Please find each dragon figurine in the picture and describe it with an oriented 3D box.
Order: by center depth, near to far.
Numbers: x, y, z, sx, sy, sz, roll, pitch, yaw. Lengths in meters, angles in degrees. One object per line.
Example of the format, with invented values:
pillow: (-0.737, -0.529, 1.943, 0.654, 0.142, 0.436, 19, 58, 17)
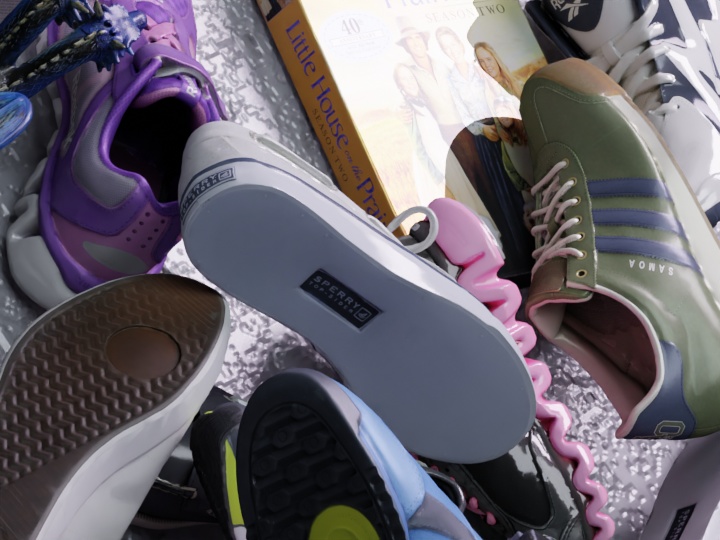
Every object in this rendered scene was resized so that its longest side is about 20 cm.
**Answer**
dragon figurine: (-0.172, -0.062, 1.155, 0.059, 0.099, 0.200, 51, 50, -1)

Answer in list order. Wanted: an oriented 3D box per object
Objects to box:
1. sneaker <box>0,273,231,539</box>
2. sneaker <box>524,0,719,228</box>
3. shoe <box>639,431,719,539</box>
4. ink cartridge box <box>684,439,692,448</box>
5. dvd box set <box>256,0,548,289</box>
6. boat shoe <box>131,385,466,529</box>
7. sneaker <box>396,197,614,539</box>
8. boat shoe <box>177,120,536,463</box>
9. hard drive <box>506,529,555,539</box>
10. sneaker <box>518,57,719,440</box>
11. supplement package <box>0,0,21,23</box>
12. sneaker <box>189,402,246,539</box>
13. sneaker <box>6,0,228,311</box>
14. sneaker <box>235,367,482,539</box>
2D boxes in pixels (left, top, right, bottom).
sneaker: (-0.119, 0.082, 1.121, 0.073, 0.085, 0.200, 26, 50, 18)
sneaker: (0.130, -0.103, 1.425, 0.130, 0.079, 0.199, 38, 42, -22)
shoe: (0.160, 0.164, 1.302, 0.091, 0.071, 0.200, 48, 50, -17)
ink cartridge box: (0.285, 0.056, 1.417, 0.145, 0.145, 0.200, 47, 45, -6)
dvd box set: (0.037, -0.082, 1.387, 0.146, 0.029, 0.200, -11, 72, -42)
boat shoe: (-0.046, 0.076, 1.198, 0.200, 0.063, 0.073, 24, 54, -24)
sneaker: (0.045, 0.072, 1.281, 0.095, 0.079, 0.200, -25, 91, -10)
boat shoe: (-0.004, 0.002, 1.208, 0.202, 0.075, 0.086, 36, 24, -31)
hard drive: (0.105, 0.206, 1.159, 0.200, 0.140, 0.038, 34, 15, -19)
sneaker: (0.111, -0.007, 1.331, 0.090, 0.067, 0.200, -20, 69, -28)
supplement package: (-0.178, -0.204, 1.169, 0.152, 0.200, 0.151, -1, 65, -40)
sneaker: (0.000, 0.113, 1.154, 0.200, 0.081, 0.074, 52, 4, -39)
sneaker: (-0.094, -0.074, 1.237, 0.080, 0.088, 0.200, 22, 51, -25)
sneaker: (0.028, 0.120, 0.987, 0.078, 0.066, 0.200, -22, 79, -55)
